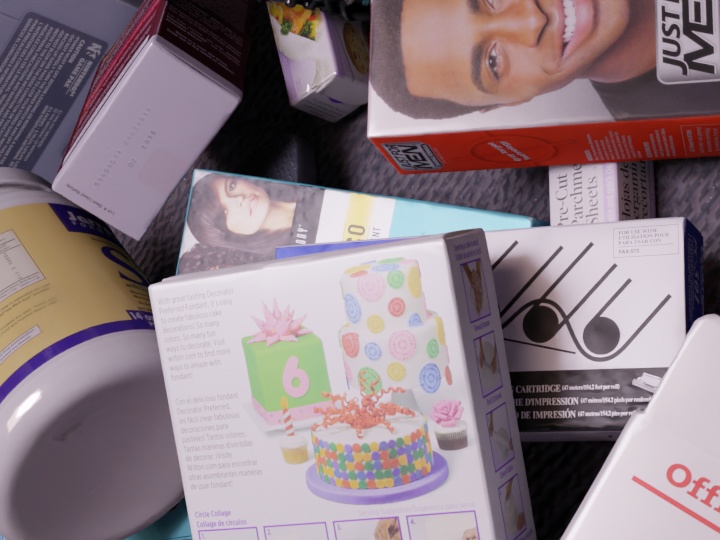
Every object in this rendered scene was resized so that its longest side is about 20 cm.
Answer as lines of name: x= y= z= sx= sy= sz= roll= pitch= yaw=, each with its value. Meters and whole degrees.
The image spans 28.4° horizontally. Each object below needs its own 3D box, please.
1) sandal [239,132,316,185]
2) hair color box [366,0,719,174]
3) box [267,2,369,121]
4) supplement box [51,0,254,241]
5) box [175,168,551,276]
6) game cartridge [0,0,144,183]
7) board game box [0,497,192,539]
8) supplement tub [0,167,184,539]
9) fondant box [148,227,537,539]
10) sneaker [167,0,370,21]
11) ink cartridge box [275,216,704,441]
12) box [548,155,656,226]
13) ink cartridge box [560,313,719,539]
sandal: x=-0.046 y=0.021 z=0.838 sx=0.076 sy=0.043 sz=0.201 roll=0 pitch=87 yaw=50
hair color box: x=0.106 y=-0.105 z=0.657 sx=0.199 sy=0.061 sz=0.102 roll=-3 pitch=77 yaw=16
box: x=-0.035 y=-0.186 z=0.861 sx=0.039 sy=0.041 sz=0.201 roll=-30 pitch=60 yaw=32
supplement box: x=-0.118 y=-0.114 z=0.850 sx=0.109 sy=0.061 sz=0.200 roll=-50 pitch=20 yaw=23
box: x=0.000 y=0.000 z=0.749 sx=0.199 sy=0.049 sz=0.083 roll=9 pitch=89 yaw=26
game cartridge: x=-0.229 y=-0.115 z=0.966 sx=0.200 sy=0.133 sz=0.042 roll=-53 pitch=51 yaw=18
board game box: x=-0.154 y=0.105 z=0.904 sx=0.200 sy=0.047 sz=0.152 roll=-15 pitch=70 yaw=39
supplement tub: x=-0.181 y=0.045 z=0.812 sx=0.200 sy=0.145 sz=0.146 roll=47 pitch=111 yaw=38
fondant box: x=-0.003 y=0.091 z=0.622 sx=0.144 sy=0.058 sz=0.201 roll=-9 pitch=93 yaw=25
sneaker: x=-0.021 y=-0.176 z=0.782 sx=0.199 sy=0.075 sz=0.080 roll=-17 pitch=82 yaw=-5
ink cartridge box: x=0.056 y=0.032 z=0.659 sx=0.199 sy=0.044 sz=0.094 roll=-3 pitch=77 yaw=24
box: x=0.118 y=-0.089 z=0.709 sx=0.041 sy=0.039 sz=0.201 roll=-10 pitch=73 yaw=40
ink cartridge box: x=0.125 y=0.129 z=0.519 sx=0.115 sy=0.068 sz=0.200 roll=31 pitch=93 yaw=18
